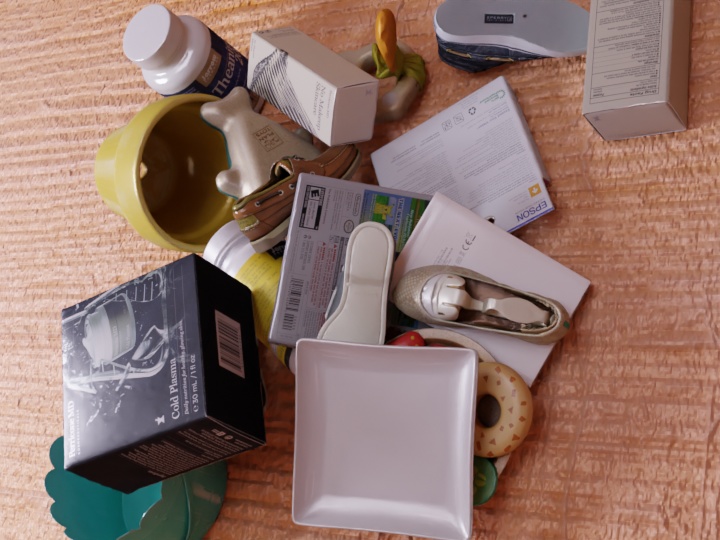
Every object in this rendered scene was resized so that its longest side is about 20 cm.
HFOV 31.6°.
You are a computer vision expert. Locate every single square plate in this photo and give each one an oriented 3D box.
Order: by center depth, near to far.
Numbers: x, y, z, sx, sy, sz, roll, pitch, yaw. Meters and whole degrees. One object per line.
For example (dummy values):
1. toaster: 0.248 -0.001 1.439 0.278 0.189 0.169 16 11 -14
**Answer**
1. square plate: 0.026 0.175 1.338 0.197 0.028 0.202 3 94 16

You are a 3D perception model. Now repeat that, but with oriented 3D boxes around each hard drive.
1. hard drive: 0.136 0.020 1.406 0.198 0.027 0.133 31 87 14

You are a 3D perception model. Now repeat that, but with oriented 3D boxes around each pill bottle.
1. pill bottle: -0.100 0.029 1.538 0.200 0.111 0.112 41 95 26
2. pill bottle: -0.225 -0.274 1.719 0.110 0.199 0.113 -13 63 29

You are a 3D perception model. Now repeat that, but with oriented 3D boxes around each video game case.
1. video game case: 0.000 0.000 1.454 0.179 0.022 0.203 10 76 2

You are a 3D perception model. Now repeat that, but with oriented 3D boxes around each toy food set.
1. toy food set: 0.075 0.164 1.371 0.199 0.049 0.200 34 97 20

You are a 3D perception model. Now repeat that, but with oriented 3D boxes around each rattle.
1. rattle: -0.026 -0.264 1.620 0.198 0.142 0.132 19 87 35

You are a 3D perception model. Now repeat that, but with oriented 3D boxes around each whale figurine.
1. whale figurine: -0.127 -0.134 1.623 0.201 0.158 0.104 50 147 7

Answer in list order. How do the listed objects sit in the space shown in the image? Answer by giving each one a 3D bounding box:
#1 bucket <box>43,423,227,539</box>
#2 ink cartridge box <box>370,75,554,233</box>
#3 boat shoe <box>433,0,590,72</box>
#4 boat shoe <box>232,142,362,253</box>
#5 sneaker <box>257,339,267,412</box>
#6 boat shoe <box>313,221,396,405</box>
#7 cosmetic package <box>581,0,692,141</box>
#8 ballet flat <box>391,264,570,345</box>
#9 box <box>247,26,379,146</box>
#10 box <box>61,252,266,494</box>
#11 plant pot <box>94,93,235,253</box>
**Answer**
1. bucket: -0.271 0.253 1.565 0.205 0.134 0.210 -15 62 29
2. ink cartridge box: 0.122 -0.101 1.511 0.195 0.043 0.202 -28 59 19
3. boat shoe: 0.187 -0.281 1.534 0.197 0.091 0.072 8 73 8
4. boat shoe: -0.073 -0.107 1.521 0.071 0.068 0.200 -17 24 50
5. sneaker: -0.184 0.106 1.610 0.111 0.073 0.203 -25 57 26
6. boat shoe: -0.003 0.049 1.396 0.072 0.062 0.203 13 87 4
7. cosmetic package: 0.313 -0.256 1.428 0.102 0.073 0.203 -4 69 32
8. ballet flat: 0.127 0.032 1.359 0.197 0.062 0.069 10 84 12
9. box: -0.063 -0.234 1.599 0.200 0.068 0.083 38 131 43
10. box: -0.224 0.119 1.434 0.194 0.124 0.203 -22 59 23
11. plant pot: -0.258 -0.130 1.696 0.188 0.200 0.204 7 73 50
